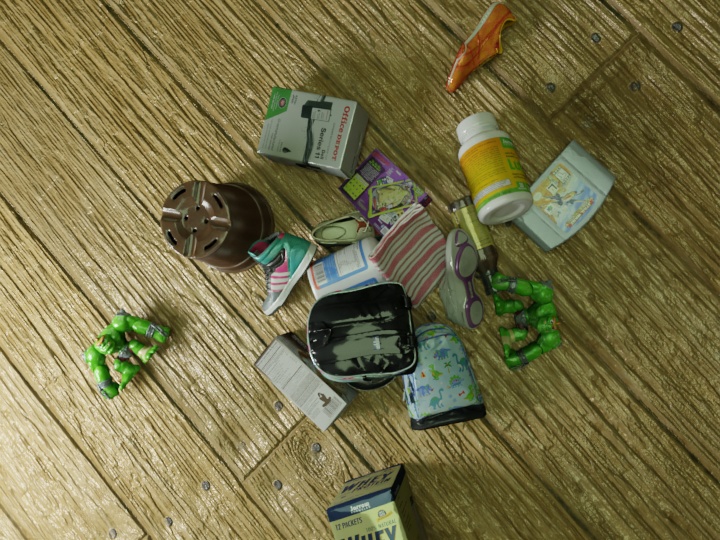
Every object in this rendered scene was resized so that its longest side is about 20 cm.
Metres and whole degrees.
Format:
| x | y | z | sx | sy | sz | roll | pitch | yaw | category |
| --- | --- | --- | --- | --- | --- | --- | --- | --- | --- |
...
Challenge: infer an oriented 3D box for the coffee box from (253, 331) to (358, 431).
| x | y | z | sx | sy | sz | roll | pitch | yaw | category |
| --- | --- | --- | --- | --- | --- | --- | --- | --- | --- |
| -0.111 | 0.226 | 1.322 | 0.199 | 0.114 | 0.080 | 41 | 96 | 10 | coffee box |

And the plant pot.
| x | y | z | sx | sy | sz | roll | pitch | yaw | category |
| --- | --- | --- | --- | --- | --- | --- | --- | --- | --- |
| -0.304 | -0.096 | 1.321 | 0.196 | 0.198 | 0.204 | 0 | 89 | 11 | plant pot |

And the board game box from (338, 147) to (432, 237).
| x | y | z | sx | sy | sz | roll | pitch | yaw | category |
| --- | --- | --- | --- | --- | --- | --- | --- | --- | --- |
| 0.046 | -0.155 | 1.288 | 0.120 | 0.032 | 0.200 | -48 | 47 | 9 | board game box |

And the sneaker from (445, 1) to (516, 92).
| x | y | z | sx | sy | sz | roll | pitch | yaw | category |
| --- | --- | --- | --- | --- | --- | --- | --- | --- | --- |
| 0.243 | -0.445 | 1.290 | 0.077 | 0.073 | 0.201 | 35 | 98 | -1 | sneaker |

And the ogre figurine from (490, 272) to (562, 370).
| x | y | z | sx | sy | sz | roll | pitch | yaw | category |
| --- | --- | --- | --- | --- | --- | --- | --- | --- | --- |
| 0.328 | 0.093 | 1.248 | 0.118 | 0.098 | 0.204 | -12 | 90 | 8 | ogre figurine |

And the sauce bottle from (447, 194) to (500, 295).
| x | y | z | sx | sy | sz | roll | pitch | yaw | category |
| --- | --- | --- | --- | --- | --- | --- | --- | --- | --- |
| 0.238 | -0.049 | 1.287 | 0.064 | 0.065 | 0.203 | -20 | 87 | 9 | sauce bottle |

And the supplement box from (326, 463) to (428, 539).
| x | y | z | sx | sy | sz | roll | pitch | yaw | category |
| --- | --- | --- | --- | --- | --- | --- | --- | --- | --- |
| 0.044 | 0.516 | 1.242 | 0.132 | 0.200 | 0.203 | -20 | 84 | 8 | supplement box |

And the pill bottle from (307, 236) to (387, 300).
| x | y | z | sx | sy | sz | roll | pitch | yaw | category |
| --- | --- | --- | --- | --- | --- | --- | --- | --- | --- |
| 0.000 | 0.000 | 1.306 | 0.197 | 0.112 | 0.114 | -22 | 85 | 9 | pill bottle |

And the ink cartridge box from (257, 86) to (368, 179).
| x | y | z | sx | sy | sz | roll | pitch | yaw | category |
| --- | --- | --- | --- | --- | --- | --- | --- | --- | --- |
| -0.099 | -0.289 | 1.332 | 0.197 | 0.083 | 0.149 | 14 | 89 | 17 | ink cartridge box |

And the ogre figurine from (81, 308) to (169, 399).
| x | y | z | sx | sy | sz | roll | pitch | yaw | category |
| --- | --- | --- | --- | --- | --- | --- | --- | --- | --- |
| -0.530 | 0.177 | 1.408 | 0.120 | 0.098 | 0.200 | 41 | 111 | -9 | ogre figurine |

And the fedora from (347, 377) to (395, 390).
| x | y | z | sx | sy | sz | roll | pitch | yaw | category |
| --- | --- | --- | --- | --- | --- | --- | --- | --- | --- |
| 0.014 | 0.151 | 1.310 | 0.175 | 0.090 | 0.203 | 25 | 93 | 10 | fedora |

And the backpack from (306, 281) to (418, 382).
| x | y | z | sx | sy | sz | roll | pitch | yaw | category |
| --- | --- | --- | --- | --- | --- | --- | --- | --- | --- |
| 0.001 | 0.121 | 1.192 | 0.196 | 0.151 | 0.181 | -8 | 75 | -1 | backpack |

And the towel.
| x | y | z | sx | sy | sz | roll | pitch | yaw | category |
| --- | --- | --- | --- | --- | --- | --- | --- | --- | --- |
| 0.111 | -0.023 | 1.247 | 0.147 | 0.200 | 0.030 | -48 | 42 | -5 | towel |

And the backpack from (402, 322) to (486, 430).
| x | y | z | sx | sy | sz | roll | pitch | yaw | category |
| --- | --- | --- | --- | --- | --- | --- | --- | --- | --- |
| 0.155 | 0.204 | 1.266 | 0.160 | 0.154 | 0.204 | -11 | 74 | 4 | backpack |

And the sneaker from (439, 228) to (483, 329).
| x | y | z | sx | sy | sz | roll | pitch | yaw | category |
| --- | --- | --- | --- | --- | --- | --- | --- | --- | --- |
| 0.186 | 0.017 | 1.268 | 0.099 | 0.074 | 0.204 | 10 | 112 | 54 | sneaker |

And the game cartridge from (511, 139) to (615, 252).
| x | y | z | sx | sy | sz | roll | pitch | yaw | category |
| --- | --- | --- | --- | --- | --- | --- | --- | --- | --- |
| 0.404 | -0.142 | 1.271 | 0.133 | 0.041 | 0.200 | 43 | 97 | 13 | game cartridge |

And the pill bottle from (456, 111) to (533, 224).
| x | y | z | sx | sy | sz | roll | pitch | yaw | category |
| --- | --- | --- | --- | --- | --- | --- | --- | --- | --- |
| 0.256 | -0.203 | 1.251 | 0.109 | 0.111 | 0.203 | -19 | 71 | 10 | pill bottle |

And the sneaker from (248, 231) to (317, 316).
| x | y | z | sx | sy | sz | roll | pitch | yaw | category |
| --- | --- | --- | --- | --- | --- | --- | --- | --- | --- |
| -0.186 | -0.003 | 1.322 | 0.120 | 0.084 | 0.201 | 31 | 117 | -10 | sneaker |

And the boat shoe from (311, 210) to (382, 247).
| x | y | z | sx | sy | sz | roll | pitch | yaw | category |
| --- | --- | --- | --- | --- | --- | --- | --- | --- | --- |
| -0.007 | -0.091 | 1.334 | 0.196 | 0.063 | 0.073 | -10 | 85 | 9 | boat shoe |
